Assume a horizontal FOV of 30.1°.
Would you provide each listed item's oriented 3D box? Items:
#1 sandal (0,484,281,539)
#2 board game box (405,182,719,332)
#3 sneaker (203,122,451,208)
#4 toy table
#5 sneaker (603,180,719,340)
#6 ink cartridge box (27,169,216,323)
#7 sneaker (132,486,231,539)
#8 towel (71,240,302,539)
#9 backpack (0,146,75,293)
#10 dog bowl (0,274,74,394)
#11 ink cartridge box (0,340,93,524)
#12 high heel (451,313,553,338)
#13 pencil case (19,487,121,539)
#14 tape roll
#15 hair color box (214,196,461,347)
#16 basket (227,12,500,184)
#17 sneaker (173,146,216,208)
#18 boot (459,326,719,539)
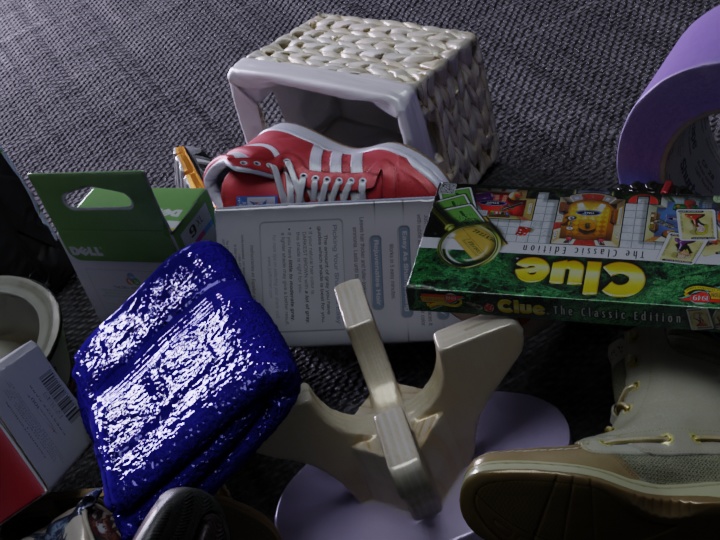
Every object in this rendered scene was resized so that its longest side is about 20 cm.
[{"bbox_3d":[-0.141,0.148,0.887,0.209,0.078,0.070,-9,39,25],"label":"sandal"},{"bbox_3d":[0.134,-0.010,0.815,0.197,0.024,0.105,3,44,15],"label":"board game box"},{"bbox_3d":[-0.032,-0.058,1.027,0.198,0.072,0.112,16,32,36],"label":"sneaker"},{"bbox_3d":[0.026,0.099,0.836,0.198,0.118,0.184,-27,36,-8],"label":"toy table"},{"bbox_3d":[0.223,0.015,0.863,0.198,0.096,0.079,23,53,25],"label":"sneaker"},{"bbox_3d":[-0.153,-0.008,0.988,0.103,0.202,0.060,2,41,27],"label":"ink cartridge box"},{"bbox_3d":[-0.144,0.213,0.748,0.115,0.075,0.203,5,78,45],"label":"sneaker"},{"bbox_3d":[-0.119,0.067,0.836,0.148,0.049,0.200,-48,31,4],"label":"towel"},{"bbox_3d":[-0.363,-0.052,1.148,0.163,0.202,0.153,-39,39,-24],"label":"backpack"},{"bbox_3d":[-0.311,0.095,1.040,0.197,0.074,0.201,-12,36,9],"label":"dog bowl"},{"bbox_3d":[-0.284,0.149,0.846,0.199,0.084,0.176,-35,5,7],"label":"ink cartridge box"},{"bbox_3d":[0.115,-0.005,0.921,0.198,0.068,0.096,6,30,-34],"label":"high heel"},{"bbox_3d":[-0.223,0.214,0.812,0.198,0.090,0.078,-31,68,1],"label":"pencil case"},{"bbox_3d":[0.273,-0.071,0.868,0.198,0.202,0.085,10,43,35],"label":"tape roll"},{"bbox_3d":[0.000,0.000,0.950,0.197,0.101,0.061,-3,3,4],"label":"hair color box"},{"bbox_3d":[0.007,-0.128,1.131,0.198,0.137,0.123,17,45,39],"label":"basket"},{"bbox_3d":[-0.108,-0.051,1.143,0.076,0.079,0.200,-17,37,-19],"label":"sneaker"},{"bbox_3d":[0.153,0.098,0.793,0.197,0.073,0.156,3,37,-1],"label":"boot"}]
